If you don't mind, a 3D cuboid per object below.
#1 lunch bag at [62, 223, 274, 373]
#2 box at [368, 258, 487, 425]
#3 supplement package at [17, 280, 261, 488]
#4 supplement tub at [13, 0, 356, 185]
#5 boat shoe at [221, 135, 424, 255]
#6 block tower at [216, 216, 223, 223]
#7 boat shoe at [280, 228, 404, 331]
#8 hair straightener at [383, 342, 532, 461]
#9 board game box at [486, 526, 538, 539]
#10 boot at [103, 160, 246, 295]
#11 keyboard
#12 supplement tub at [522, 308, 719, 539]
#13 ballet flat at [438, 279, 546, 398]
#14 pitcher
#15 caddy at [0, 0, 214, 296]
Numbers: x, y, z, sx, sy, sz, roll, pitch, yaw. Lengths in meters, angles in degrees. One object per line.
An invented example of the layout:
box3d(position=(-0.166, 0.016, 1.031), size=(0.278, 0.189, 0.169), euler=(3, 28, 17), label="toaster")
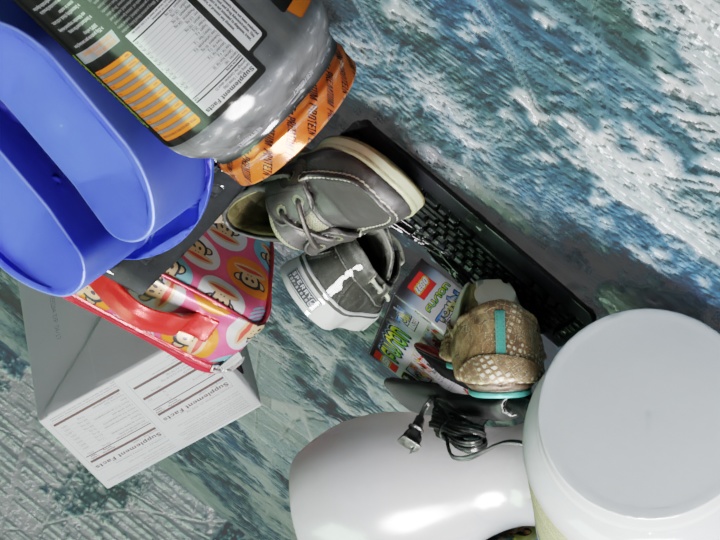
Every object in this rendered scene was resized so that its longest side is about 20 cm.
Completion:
box3d(position=(-0.160, -0.011, 1.515), size=(0.199, 0.082, 0.177), euler=(30, -151, -21), label="lunch bag")
box3d(position=(0.066, 0.061, 1.476), size=(0.110, 0.035, 0.200), euler=(38, 166, 4), label="box")
box3d(position=(-0.190, 0.050, 1.676), size=(0.111, 0.155, 0.201), euler=(53, -167, -43), label="supplement package")
box3d(position=(-0.103, -0.148, 1.089), size=(0.200, 0.123, 0.122), euler=(44, 165, -19), label="supplement tub")
box3d(position=(-0.029, -0.041, 1.266), size=(0.072, 0.066, 0.200), euler=(46, 163, -23), label="boat shoe")
box3d(position=(-0.168, -0.068, 1.432), size=(0.199, 0.055, 0.058), euler=(2, -169, -39), label="block tower")
box3d(position=(0.000, 0.000, 1.377), size=(0.071, 0.063, 0.200), euler=(55, -171, 1), label="boat shoe")
box3d(position=(0.065, 0.102, 1.340), size=(0.041, 0.077, 0.200), euler=(46, 170, -25), label="hair straightener")
box3d(position=(0.132, 0.205, 1.508), size=(0.045, 0.151, 0.200), euler=(65, 159, -13), label="board game box")
box3d(position=(-0.145, -0.091, 1.267), size=(0.165, 0.066, 0.200), euler=(42, 129, -13), label="boot")
box3d(position=(0.059, -0.019, 1.287), size=(0.200, 0.021, 0.127), euler=(41, 165, -2), label="keyboard")
box3d(position=(0.170, 0.117, 1.171), size=(0.145, 0.145, 0.200), euler=(33, 165, 20), label="supplement tub")
box3d(position=(0.085, 0.038, 1.235), size=(0.070, 0.066, 0.200), euler=(0, -178, -3), label="ballet flat")
box3d(position=(0.059, 0.162, 1.497), size=(0.198, 0.122, 0.171), euler=(-10, 176, 14), label="pitcher")
box3d(position=(-0.178, -0.085, 1.176), size=(0.141, 0.105, 0.200), euler=(-34, 101, 30), label="caddy")
